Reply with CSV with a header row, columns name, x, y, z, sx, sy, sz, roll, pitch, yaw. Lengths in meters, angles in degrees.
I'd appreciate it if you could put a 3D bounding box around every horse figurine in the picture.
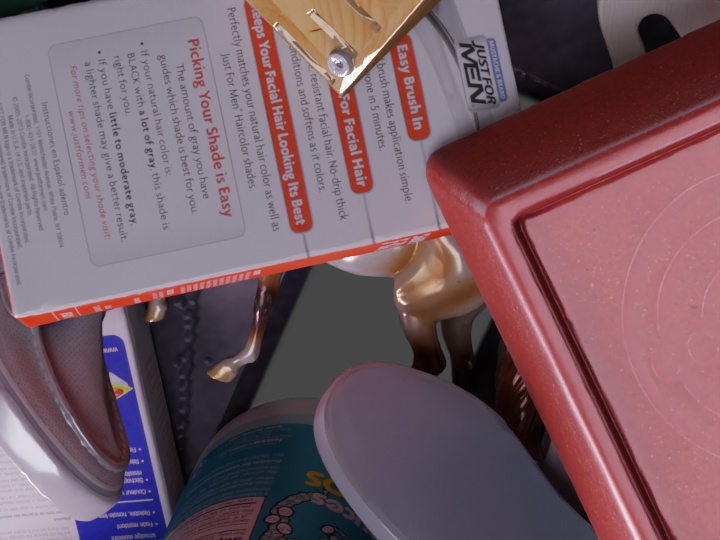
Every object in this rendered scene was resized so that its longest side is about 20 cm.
name,x,y,z,sx,sy,sz,roll,pitch,yaw
horse figurine,0.000,0.000,1.017,0.200,0.050,0.133,26,111,2

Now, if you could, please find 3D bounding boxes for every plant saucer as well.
name,x,y,z,sx,sy,sz,roll,pitch,yaw
plant saucer,0.146,0.014,0.880,0.199,0.037,0.201,-24,96,17

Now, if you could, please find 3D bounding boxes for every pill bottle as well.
name,x,y,z,sx,sy,sz,roll,pitch,yaw
pill bottle,-0.034,0.141,1.006,0.110,0.200,0.111,4,115,8

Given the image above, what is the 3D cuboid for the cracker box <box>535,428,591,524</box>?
name,x,y,z,sx,sy,sz,roll,pitch,yaw
cracker box,0.137,0.097,1.035,0.134,0.058,0.201,18,117,2

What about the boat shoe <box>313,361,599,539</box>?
name,x,y,z,sx,sy,sz,roll,pitch,yaw
boat shoe,0.057,0.115,0.991,0.199,0.074,0.068,34,149,-8

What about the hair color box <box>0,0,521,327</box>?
name,x,y,z,sx,sy,sz,roll,pitch,yaw
hair color box,-0.041,-0.053,0.944,0.199,0.064,0.111,-12,87,-4

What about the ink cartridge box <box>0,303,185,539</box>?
name,x,y,z,sx,sy,sz,roll,pitch,yaw
ink cartridge box,-0.128,0.082,1.087,0.094,0.037,0.201,-6,111,11

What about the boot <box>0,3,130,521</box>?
name,x,y,z,sx,sy,sz,roll,pitch,yaw
boot,-0.120,-0.009,0.993,0.095,0.074,0.200,-31,79,15

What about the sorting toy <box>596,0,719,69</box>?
name,x,y,z,sx,sy,sz,roll,pitch,yaw
sorting toy,0.174,-0.047,0.935,0.179,0.107,0.201,5,106,13

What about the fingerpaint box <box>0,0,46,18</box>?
name,x,y,z,sx,sy,sz,roll,pitch,yaw
fingerpaint box,-0.199,-0.160,0.962,0.199,0.073,0.167,-22,103,18

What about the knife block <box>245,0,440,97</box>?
name,x,y,z,sx,sy,sz,roll,pitch,yaw
knife block,0.058,-0.170,0.895,0.064,0.176,0.200,45,134,2
